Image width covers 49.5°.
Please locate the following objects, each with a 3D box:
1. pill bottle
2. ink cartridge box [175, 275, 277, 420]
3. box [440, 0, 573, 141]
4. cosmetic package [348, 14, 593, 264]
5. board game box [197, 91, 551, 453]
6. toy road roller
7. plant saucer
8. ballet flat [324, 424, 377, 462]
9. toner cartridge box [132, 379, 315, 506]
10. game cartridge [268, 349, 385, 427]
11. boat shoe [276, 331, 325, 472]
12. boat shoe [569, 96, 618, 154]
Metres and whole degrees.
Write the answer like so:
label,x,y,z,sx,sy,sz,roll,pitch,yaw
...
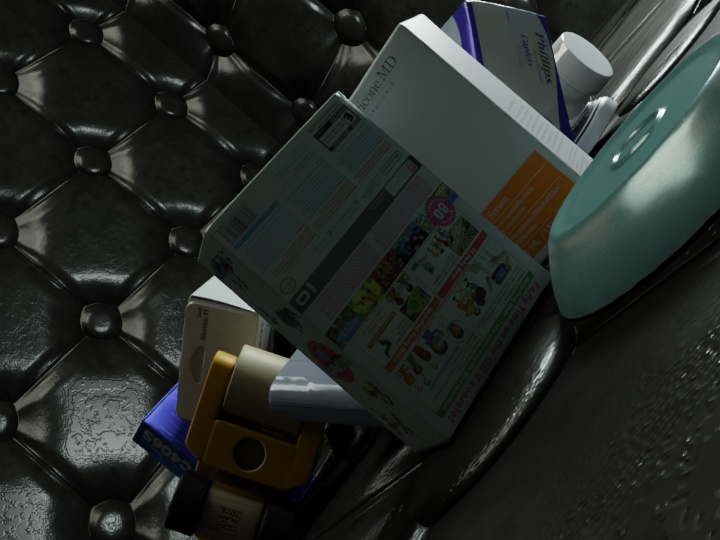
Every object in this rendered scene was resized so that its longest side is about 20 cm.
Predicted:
label,x,y,z,sx,sy,sz,roll,pitch,yaw
pill bottle,0.230,-0.202,1.014,0.201,0.110,0.111,-52,-1,39
ink cartridge box,-0.137,0.075,0.916,0.200,0.081,0.149,-58,-21,-70
box,0.108,-0.134,0.800,0.200,0.103,0.188,-38,54,55
cosmetic package,0.087,-0.096,0.622,0.102,0.199,0.071,-51,-1,29
board game box,0.012,0.000,0.533,0.148,0.199,0.064,-49,-1,-26
toy road roller,-0.110,0.182,0.791,0.146,0.121,0.204,141,147,-85
plant saucer,0.164,-0.063,0.433,0.201,0.036,0.200,-51,-1,-1
ballet flat,-0.014,0.143,0.840,0.068,0.068,0.200,-50,0,10
toner cartridge box,-0.156,0.218,0.906,0.043,0.199,0.095,-52,-2,37
game cartridge,0.019,0.064,0.697,0.200,0.131,0.041,-52,-42,-54
boat shoe,-0.077,0.137,0.886,0.065,0.074,0.204,3,-80,-40
boat shoe,0.186,-0.114,0.826,0.072,0.067,0.201,-50,-1,-46
